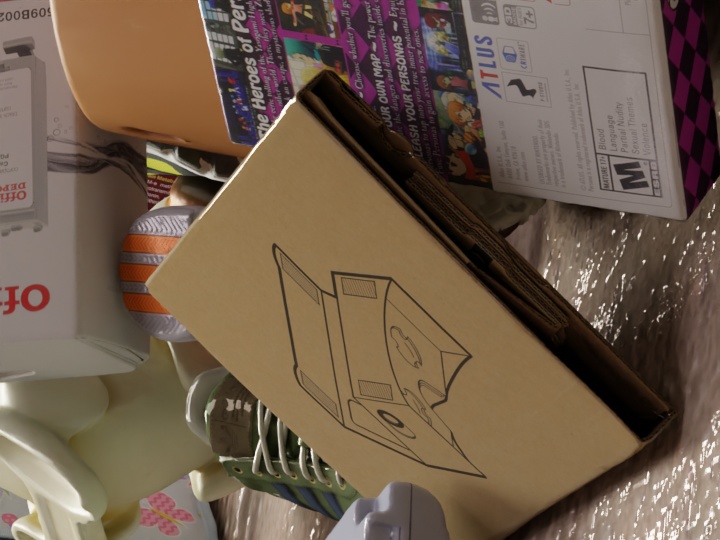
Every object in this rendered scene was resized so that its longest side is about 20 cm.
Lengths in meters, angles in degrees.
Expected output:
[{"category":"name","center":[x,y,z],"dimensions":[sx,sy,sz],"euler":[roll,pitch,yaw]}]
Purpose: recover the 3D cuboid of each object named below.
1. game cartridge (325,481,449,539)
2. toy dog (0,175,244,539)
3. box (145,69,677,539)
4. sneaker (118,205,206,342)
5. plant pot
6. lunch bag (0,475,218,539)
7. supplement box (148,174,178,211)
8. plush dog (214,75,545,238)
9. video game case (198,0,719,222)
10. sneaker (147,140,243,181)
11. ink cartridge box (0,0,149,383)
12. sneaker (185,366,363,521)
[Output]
[{"category":"game cartridge","center":[-0.006,0.194,0.997],"dimensions":[0.133,0.041,0.201],"euler":[130,149,-54]},{"category":"toy dog","center":[-0.104,0.045,1.336],"dimensions":[0.193,0.200,0.140],"euler":[29,151,36]},{"category":"box","center":[0.011,0.026,0.966],"dimensions":[0.021,0.163,0.200],"euler":[-46,0,-26]},{"category":"sneaker","center":[0.000,0.000,1.162],"dimensions":[0.199,0.112,0.078],"euler":[12,101,42]},{"category":"plant pot","center":[-0.047,-0.132,1.159],"dimensions":[0.200,0.139,0.201],"euler":[-1,-90,-78]},{"category":"lunch bag","center":[-0.169,0.182,1.459],"dimensions":[0.127,0.169,0.201],"euler":[123,155,-56]},{"category":"supplement box","center":[-0.067,-0.075,1.402],"dimensions":[0.061,0.108,0.201],"euler":[-99,26,-55]},{"category":"plush dog","center":[0.046,-0.129,1.005],"dimensions":[0.172,0.160,0.200],"euler":[-55,0,-38]},{"category":"video game case","center":[0.020,-0.119,0.872],"dimensions":[0.036,0.180,0.201],"euler":[-48,-43,-42]},{"category":"sneaker","center":[-0.101,-0.081,1.318],"dimensions":[0.085,0.199,0.075],"euler":[68,-152,-86]},{"category":"ink cartridge box","center":[-0.175,-0.054,1.229],"dimensions":[0.083,0.146,0.201],"euler":[29,-123,-70]},{"category":"sneaker","center":[-0.022,0.074,1.151],"dimensions":[0.200,0.089,0.068],"euler":[-163,87,-75]}]
